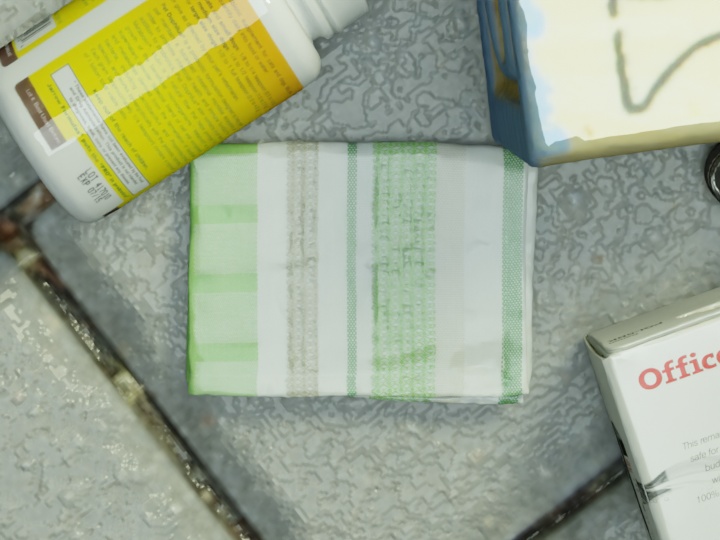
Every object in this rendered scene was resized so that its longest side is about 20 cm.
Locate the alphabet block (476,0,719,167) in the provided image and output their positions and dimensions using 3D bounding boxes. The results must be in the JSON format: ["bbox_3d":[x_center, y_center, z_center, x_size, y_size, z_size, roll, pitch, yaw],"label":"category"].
[{"bbox_3d":[0.166,-0.168,1.418,0.199,0.196,0.197,-7,99,-2],"label":"alphabet block"}]

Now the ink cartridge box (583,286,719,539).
[{"bbox_3d":[0.228,0.110,1.513,0.146,0.083,0.201,-19,99,-1],"label":"ink cartridge box"}]

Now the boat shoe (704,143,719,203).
[{"bbox_3d":[0.280,-0.034,1.471,0.199,0.057,0.067,17,113,21],"label":"boat shoe"}]

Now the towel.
[{"bbox_3d":[0.000,0.000,1.517,0.199,0.031,0.150,1,95,-1],"label":"towel"}]

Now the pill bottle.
[{"bbox_3d":[-0.098,-0.121,1.451,0.199,0.109,0.110,-33,98,2],"label":"pill bottle"}]
